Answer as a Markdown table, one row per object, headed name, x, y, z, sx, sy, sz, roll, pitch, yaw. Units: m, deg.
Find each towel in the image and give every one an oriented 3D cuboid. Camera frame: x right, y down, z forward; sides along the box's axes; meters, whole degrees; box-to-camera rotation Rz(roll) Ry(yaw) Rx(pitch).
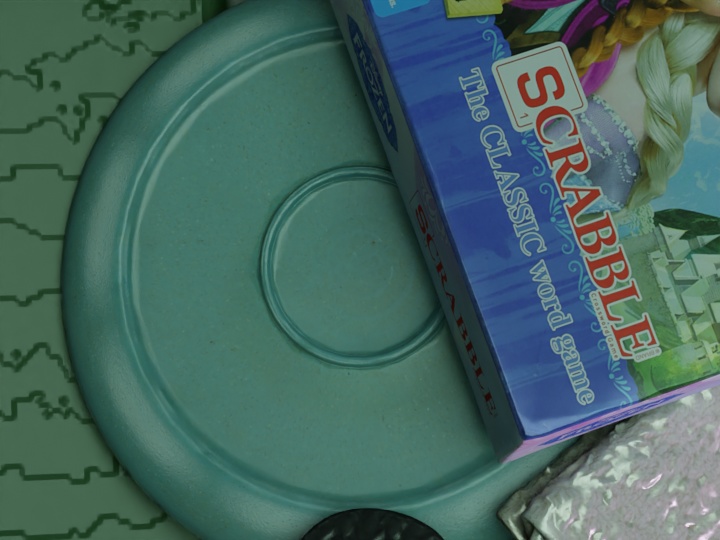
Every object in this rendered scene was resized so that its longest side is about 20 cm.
| name | x | y | z | sx | sy | sz | roll | pitch | yaw |
| --- | --- | --- | --- | --- | --- | --- | --- | --- | --- |
| towel | 0.148 | 0.069 | 0.815 | 0.200 | 0.034 | 0.133 | -40 | 108 | -15 |

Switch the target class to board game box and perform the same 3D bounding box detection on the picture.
| name | x | y | z | sx | sy | sz | roll | pitch | yaw |
| --- | --- | --- | --- | --- | --- | --- | --- | --- | --- |
| board game box | 0.102 | -0.067 | 0.784 | 0.198 | 0.041 | 0.201 | -19 | 81 | -13 |

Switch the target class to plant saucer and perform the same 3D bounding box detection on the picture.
| name | x | y | z | sx | sy | sz | roll | pitch | yaw |
| --- | --- | --- | --- | --- | --- | --- | --- | --- | --- |
| plant saucer | 0.000 | 0.000 | 0.816 | 0.199 | 0.027 | 0.201 | 0 | 82 | 4 |

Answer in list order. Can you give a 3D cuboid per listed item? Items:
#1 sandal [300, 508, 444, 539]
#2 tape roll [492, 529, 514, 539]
| name | x | y | z | sx | sy | sz | roll | pitch | yaw |
| --- | --- | --- | --- | --- | --- | --- | --- | --- | --- |
| sandal | -0.011 | 0.169 | 0.753 | 0.075 | 0.045 | 0.201 | 12 | 62 | 10 |
| tape roll | 0.132 | 0.073 | 0.865 | 0.199 | 0.048 | 0.202 | 1 | 86 | -14 |
